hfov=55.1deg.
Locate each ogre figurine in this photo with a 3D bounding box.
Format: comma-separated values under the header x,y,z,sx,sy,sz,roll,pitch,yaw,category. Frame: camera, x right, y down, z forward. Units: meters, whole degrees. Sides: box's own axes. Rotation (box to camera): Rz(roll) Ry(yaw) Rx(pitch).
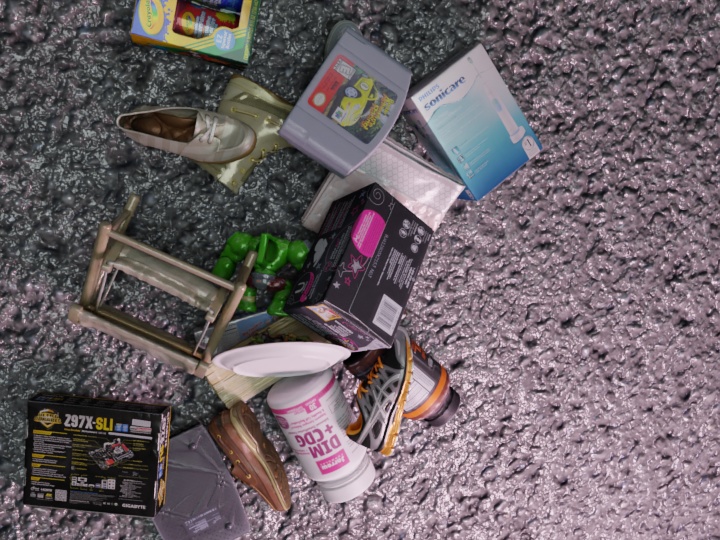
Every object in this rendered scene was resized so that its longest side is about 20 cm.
x,y,z,sx,sy,sz,roll,pitch,yaw,category
-0.137,0.006,1.042,0.098,0.199,0.121,5,93,-62,ogre figurine

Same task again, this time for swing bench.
x,y,z,sx,sy,sz,roll,pitch,yaw,category
-0.275,0.037,0.953,0.198,0.130,0.201,25,111,-9,swing bench

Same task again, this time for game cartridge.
x,y,z,sx,sy,sz,roll,pitch,yaw,category
-0.013,-0.238,0.989,0.133,0.041,0.201,33,72,-12,game cartridge

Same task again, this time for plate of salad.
x,y,z,sx,sy,sz,roll,pitch,yaw,category
-0.114,0.119,1.002,0.199,0.200,0.048,2,70,-17,plate of salad

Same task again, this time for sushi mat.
x,y,z,sx,sy,sz,roll,pitch,yaw,category
-0.146,0.136,1.086,0.199,0.012,0.096,-31,120,-6,sushi mat

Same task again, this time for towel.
x,y,z,sx,sy,sz,roll,pitch,yaw,category
0.036,-0.104,1.081,0.199,0.032,0.191,26,116,-19,towel

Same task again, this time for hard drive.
x,y,z,sx,sy,sz,roll,pitch,yaw,category
-0.268,0.350,1.090,0.134,0.042,0.201,-24,103,-12,hard drive

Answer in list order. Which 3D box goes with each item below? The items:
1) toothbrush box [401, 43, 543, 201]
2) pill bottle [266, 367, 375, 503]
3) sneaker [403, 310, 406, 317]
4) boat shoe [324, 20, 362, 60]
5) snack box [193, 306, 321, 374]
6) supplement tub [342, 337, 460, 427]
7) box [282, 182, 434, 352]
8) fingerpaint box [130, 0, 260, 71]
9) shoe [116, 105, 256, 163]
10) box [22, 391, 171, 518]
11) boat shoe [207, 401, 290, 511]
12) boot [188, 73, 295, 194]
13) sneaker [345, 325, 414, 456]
x,y,z,sx,sy,sz,roll,pitch,yaw,category
0.174,-0.235,1.111,0.146,0.085,0.200,-39,107,-7,toothbrush box
-0.058,0.260,1.101,0.113,0.113,0.201,-28,105,-11,pill bottle
-0.013,0.022,1.113,0.085,0.073,0.200,-37,115,27,sneaker
-0.015,-0.280,1.054,0.070,0.071,0.202,-2,99,-16,boat shoe
-0.158,0.099,1.094,0.199,0.024,0.072,-17,104,-14,snack box
0.073,0.173,1.132,0.200,0.107,0.107,41,86,-19,supplement tub
0.000,0.000,0.994,0.132,0.114,0.201,36,62,-26,box
-0.223,-0.406,0.972,0.166,0.073,0.201,11,95,-18,fingerpaint box
-0.246,-0.193,0.969,0.198,0.053,0.070,8,88,7,shoe
-0.386,0.271,1.013,0.198,0.049,0.161,5,95,-1,box
-0.174,0.304,1.101,0.067,0.072,0.201,-24,108,6,boat shoe
-0.138,-0.176,1.020,0.199,0.073,0.156,30,89,-3,boot
0.031,0.179,1.032,0.077,0.078,0.201,12,98,-2,sneaker
